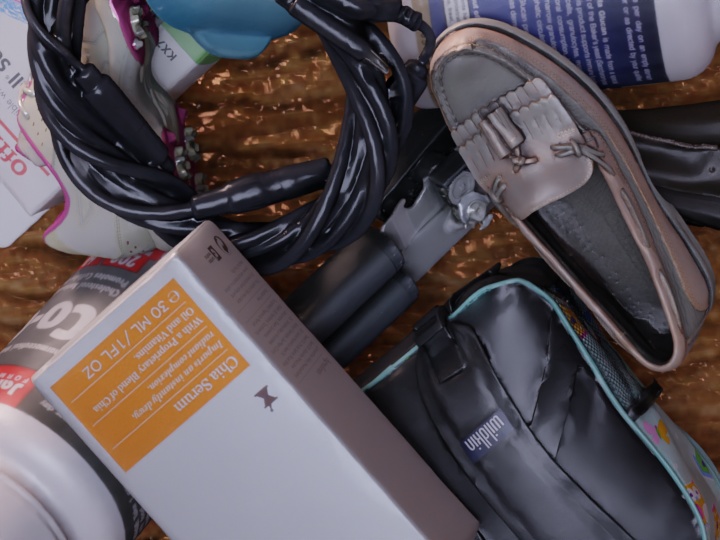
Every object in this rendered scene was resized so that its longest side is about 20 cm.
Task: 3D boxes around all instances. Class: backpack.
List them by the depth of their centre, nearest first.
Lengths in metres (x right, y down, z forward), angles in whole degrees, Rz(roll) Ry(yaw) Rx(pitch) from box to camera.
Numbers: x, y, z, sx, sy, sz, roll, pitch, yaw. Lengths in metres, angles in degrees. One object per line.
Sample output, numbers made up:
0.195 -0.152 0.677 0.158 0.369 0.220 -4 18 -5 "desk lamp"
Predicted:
0.087 0.115 1.510 0.176 0.153 0.200 -40 81 13 "backpack"

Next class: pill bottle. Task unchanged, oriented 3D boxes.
0.117 -0.145 1.492 0.199 0.111 0.112 -6 97 10 "pill bottle"
-0.143 0.082 1.511 0.114 0.200 0.114 24 142 21 "pill bottle"

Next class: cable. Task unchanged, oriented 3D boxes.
-0.073 -0.091 1.437 0.199 0.051 0.164 24 108 -4 "cable"

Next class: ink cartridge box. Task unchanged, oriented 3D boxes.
-0.160 -0.111 1.563 0.200 0.067 0.117 -42 90 12 "ink cartridge box"

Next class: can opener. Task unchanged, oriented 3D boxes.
0.000 0.000 1.533 0.066 0.053 0.200 28 67 39 "can opener"

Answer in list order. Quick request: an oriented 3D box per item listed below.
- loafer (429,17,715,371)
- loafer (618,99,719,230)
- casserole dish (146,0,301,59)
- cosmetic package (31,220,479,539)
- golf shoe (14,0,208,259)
0.104 -0.035 1.455 0.072 0.063 0.200 -31 112 29 "loafer"
0.180 -0.057 1.521 0.199 0.073 0.072 17 90 1 "loafer"
-0.065 -0.207 1.498 0.039 0.121 0.201 -15 79 45 "casserole dish"
-0.049 0.087 1.421 0.101 0.071 0.200 -41 93 18 "cosmetic package"
-0.139 -0.099 1.492 0.091 0.075 0.201 -12 97 12 "golf shoe"
